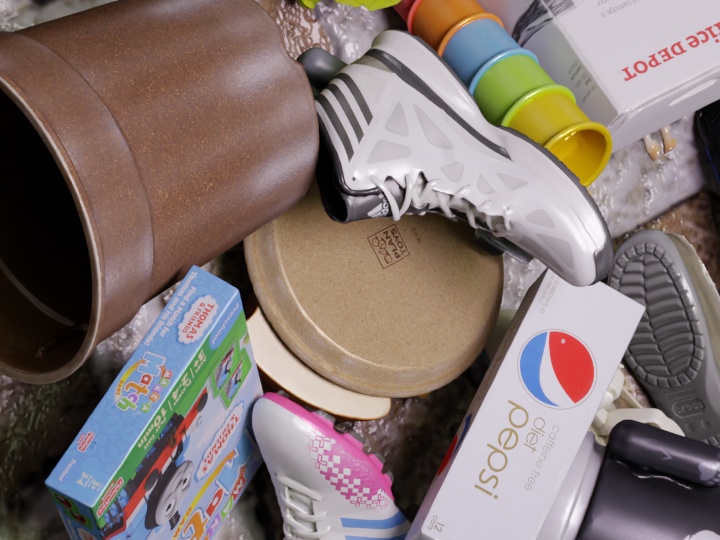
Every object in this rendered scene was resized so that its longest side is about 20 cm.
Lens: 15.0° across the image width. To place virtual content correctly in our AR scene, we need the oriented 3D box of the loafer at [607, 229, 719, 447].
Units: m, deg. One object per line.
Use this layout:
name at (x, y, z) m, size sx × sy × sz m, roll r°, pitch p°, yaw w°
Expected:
loafer at (0.228, 0.058, 1.850) m, size 0.070 × 0.075 × 0.201 m, roll -40°, pitch 114°, yaw -46°

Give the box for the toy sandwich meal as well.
toy sandwich meal at (0.000, 0.000, 1.713) m, size 0.204 × 0.070 × 0.207 m, roll 9°, pitch 70°, yaw -27°

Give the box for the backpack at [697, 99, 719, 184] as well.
backpack at (0.339, -0.069, 1.829) m, size 0.146 × 0.183 × 0.201 m, roll 5°, pitch 57°, yaw -28°

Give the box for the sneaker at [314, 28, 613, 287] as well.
sneaker at (0.046, -0.040, 1.605) m, size 0.200 × 0.076 × 0.115 m, roll 43°, pitch 63°, yaw 13°

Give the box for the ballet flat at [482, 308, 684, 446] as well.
ballet flat at (0.162, 0.091, 1.801) m, size 0.200 × 0.069 × 0.070 m, roll 45°, pitch 65°, yaw -22°

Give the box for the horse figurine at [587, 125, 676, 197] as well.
horse figurine at (0.139, -0.116, 1.809) m, size 0.199 × 0.050 × 0.133 m, roll -29°, pitch 90°, yaw -25°

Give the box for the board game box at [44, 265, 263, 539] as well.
board game box at (-0.110, 0.109, 1.573) m, size 0.036 × 0.200 × 0.152 m, roll 26°, pitch 67°, yaw 17°

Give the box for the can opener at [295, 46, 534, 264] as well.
can opener at (0.043, -0.072, 1.684) m, size 0.199 × 0.066 × 0.053 m, roll 31°, pitch 63°, yaw -13°

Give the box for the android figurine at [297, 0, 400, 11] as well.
android figurine at (0.014, -0.242, 1.673) m, size 0.182 × 0.200 × 0.041 m, roll 40°, pitch 24°, yaw -15°

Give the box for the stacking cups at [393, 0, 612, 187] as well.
stacking cups at (0.079, -0.124, 1.711) m, size 0.060 × 0.200 × 0.061 m, roll -21°, pitch 138°, yaw -21°

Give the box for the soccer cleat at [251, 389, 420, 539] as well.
soccer cleat at (-0.018, 0.150, 1.653) m, size 0.087 × 0.070 × 0.200 m, roll -54°, pitch 139°, yaw -13°

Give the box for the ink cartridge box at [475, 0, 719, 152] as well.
ink cartridge box at (0.150, -0.183, 1.764) m, size 0.146 × 0.084 × 0.201 m, roll -26°, pitch 75°, yaw -30°

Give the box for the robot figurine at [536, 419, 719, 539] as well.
robot figurine at (0.178, 0.177, 1.746) m, size 0.199 × 0.125 × 0.151 m, roll 21°, pitch 86°, yaw 3°

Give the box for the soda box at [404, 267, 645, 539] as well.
soda box at (0.099, 0.097, 1.671) m, size 0.068 × 0.064 × 0.201 m, roll 28°, pitch 68°, yaw -2°

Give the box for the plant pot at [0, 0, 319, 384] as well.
plant pot at (-0.143, -0.066, 1.565) m, size 0.198 × 0.200 × 0.201 m, roll -29°, pitch 101°, yaw -38°
